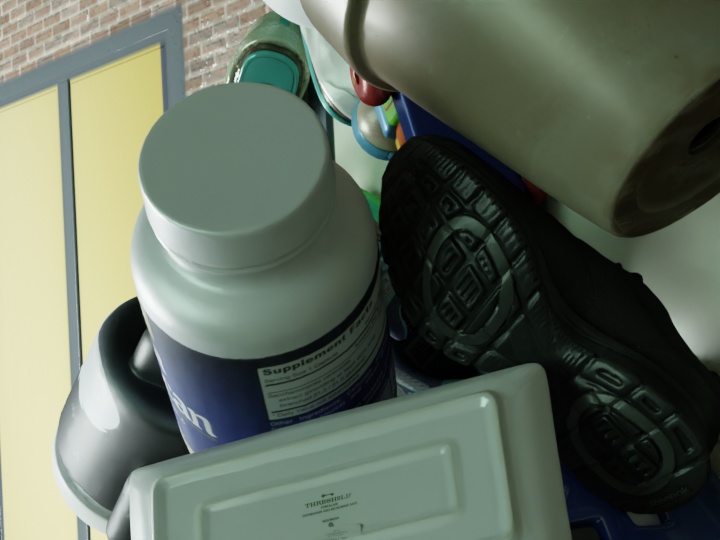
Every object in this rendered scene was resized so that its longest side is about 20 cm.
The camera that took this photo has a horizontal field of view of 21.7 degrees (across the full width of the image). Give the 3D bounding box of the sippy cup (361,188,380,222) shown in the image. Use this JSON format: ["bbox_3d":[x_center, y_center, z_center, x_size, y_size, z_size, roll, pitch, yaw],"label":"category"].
[{"bbox_3d":[-0.047,0.029,1.115,0.138,0.178,0.132,15,120,23],"label":"sippy cup"}]

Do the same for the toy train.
[{"bbox_3d":[0.049,-0.030,0.999,0.116,0.084,0.202,130,125,-70],"label":"toy train"}]

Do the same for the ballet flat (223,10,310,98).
[{"bbox_3d":[-0.075,-0.081,1.231,0.063,0.067,0.201,-85,18,-53],"label":"ballet flat"}]

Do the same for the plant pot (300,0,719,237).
[{"bbox_3d":[0.099,-0.117,0.811,0.174,0.199,0.201,51,136,24],"label":"plant pot"}]

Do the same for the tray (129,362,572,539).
[{"bbox_3d":[-0.011,0.105,0.796,0.198,0.022,0.108,-16,56,14],"label":"tray"}]

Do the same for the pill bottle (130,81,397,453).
[{"bbox_3d":[-0.044,0.011,0.853,0.201,0.110,0.112,81,166,-53],"label":"pill bottle"}]

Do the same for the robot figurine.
[{"bbox_3d":[-0.134,0.097,1.268,0.125,0.150,0.201,48,134,19],"label":"robot figurine"}]

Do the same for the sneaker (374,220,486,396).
[{"bbox_3d":[0.000,0.000,0.980,0.078,0.199,0.086,-54,17,-11],"label":"sneaker"}]

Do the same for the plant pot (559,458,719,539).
[{"bbox_3d":[0.065,0.178,0.869,0.201,0.178,0.201,61,140,39],"label":"plant pot"}]

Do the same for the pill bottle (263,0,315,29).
[{"bbox_3d":[-0.007,-0.232,0.996,0.201,0.113,0.115,100,152,-53],"label":"pill bottle"}]

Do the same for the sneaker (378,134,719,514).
[{"bbox_3d":[0.087,0.017,0.848,0.200,0.091,0.076,49,125,1],"label":"sneaker"}]

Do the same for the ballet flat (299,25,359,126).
[{"bbox_3d":[-0.018,-0.179,1.121,0.070,0.069,0.201,-54,51,46],"label":"ballet flat"}]
